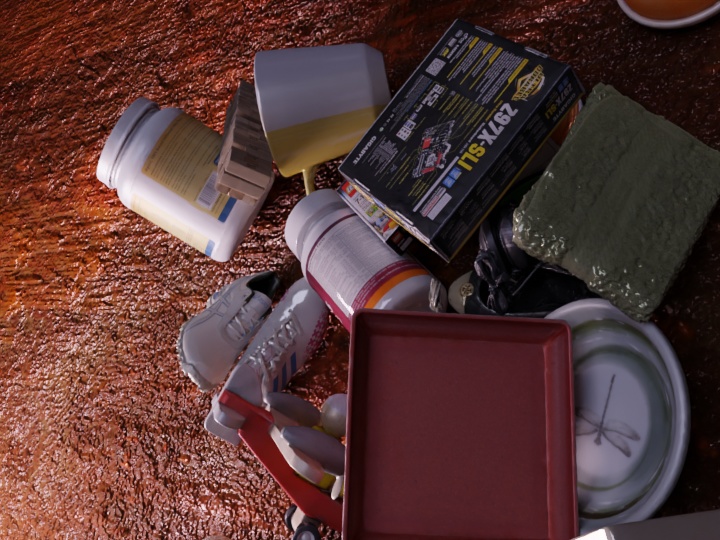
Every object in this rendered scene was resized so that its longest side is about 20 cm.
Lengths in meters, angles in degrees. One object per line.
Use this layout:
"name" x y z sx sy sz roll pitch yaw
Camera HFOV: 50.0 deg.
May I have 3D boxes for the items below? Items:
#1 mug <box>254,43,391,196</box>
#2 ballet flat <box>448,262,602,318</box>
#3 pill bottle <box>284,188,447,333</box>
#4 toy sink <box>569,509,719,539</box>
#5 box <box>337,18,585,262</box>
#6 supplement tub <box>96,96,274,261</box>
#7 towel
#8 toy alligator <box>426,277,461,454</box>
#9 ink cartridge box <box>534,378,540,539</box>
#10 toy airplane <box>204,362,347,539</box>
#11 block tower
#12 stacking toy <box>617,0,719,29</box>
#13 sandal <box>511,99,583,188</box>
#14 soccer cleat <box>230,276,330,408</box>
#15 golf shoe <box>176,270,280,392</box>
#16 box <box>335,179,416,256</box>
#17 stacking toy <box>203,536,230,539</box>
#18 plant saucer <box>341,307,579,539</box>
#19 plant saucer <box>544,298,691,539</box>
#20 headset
"mug" -0.033 -0.191 0.951 0.149 0.189 0.151 -11 36 5
"ballet flat" 0.169 0.016 0.756 0.197 0.056 0.068 -3 72 39
"pill bottle" 0.000 0.000 0.864 0.110 0.109 0.200 -52 51 11
"toy sink" 0.240 0.254 0.563 0.112 0.196 0.133 129 135 -52
"box" 0.090 -0.131 0.742 0.201 0.049 0.159 -51 49 1
"supplement tub" -0.226 -0.120 1.012 0.146 0.198 0.145 -58 6 9
"towel" 0.227 -0.063 0.666 0.147 0.037 0.201 32 64 8
"toy alligator" 0.086 0.108 0.723 0.053 0.059 0.205 7 74 -5
"ink cartridge box" 0.082 0.191 0.744 0.198 0.049 0.166 -20 62 52
"toy airplane" -0.066 0.173 0.810 0.140 0.200 0.200 -38 54 -8
"block tower" -0.141 -0.162 0.958 0.054 0.057 0.202 -55 23 33
"stacking toy" 0.271 -0.328 0.697 0.144 0.198 0.150 -14 66 35
"sandal" 0.147 -0.117 0.819 0.206 0.059 0.080 -43 53 19
"soccer cleat" -0.101 0.099 0.921 0.069 0.086 0.202 33 101 14
"golf shoe" -0.155 0.060 0.938 0.096 0.079 0.201 -33 21 26
"box" 0.073 -0.124 0.809 0.201 0.035 0.110 -48 46 4
"stacking toy" -0.146 0.412 0.844 0.199 0.146 0.147 42 102 22
"plant saucer" 0.084 0.140 0.663 0.195 0.037 0.205 3 75 -2
"plant saucer" 0.206 0.128 0.672 0.199 0.049 0.205 -26 57 50
"headset" 0.159 -0.042 0.721 0.122 0.095 0.201 -5 39 40
